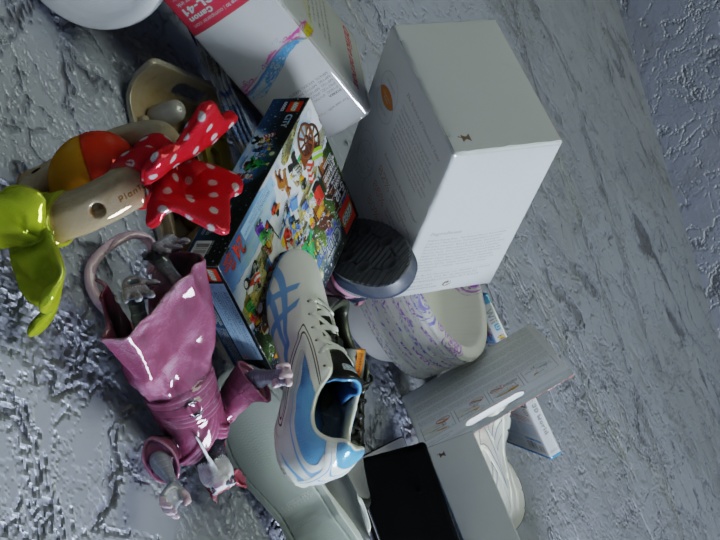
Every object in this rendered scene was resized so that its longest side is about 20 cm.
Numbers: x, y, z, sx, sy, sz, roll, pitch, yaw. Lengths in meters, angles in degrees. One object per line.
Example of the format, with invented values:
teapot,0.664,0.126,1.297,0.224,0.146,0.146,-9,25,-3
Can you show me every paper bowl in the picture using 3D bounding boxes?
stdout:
paper bowl,0.042,0.012,1.370,0.201,0.104,0.202,46,32,-40

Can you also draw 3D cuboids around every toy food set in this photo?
toy food set,-0.121,-0.073,1.150,0.143,0.060,0.201,14,57,-61

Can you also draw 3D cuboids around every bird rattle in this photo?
bird rattle,-0.173,-0.062,0.887,0.113,0.199,0.163,55,3,-27

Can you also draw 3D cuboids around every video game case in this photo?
video game case,0.152,0.113,1.521,0.201,0.018,0.143,64,-15,-10

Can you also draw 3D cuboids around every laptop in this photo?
laptop,0.077,0.245,1.233,0.200,0.115,0.188,-10,79,-66

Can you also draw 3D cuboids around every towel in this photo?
towel,-0.090,-0.150,1.228,0.201,0.024,0.147,66,19,12

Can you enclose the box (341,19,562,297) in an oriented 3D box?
box,0.074,-0.099,1.200,0.106,0.200,0.153,-8,56,-23

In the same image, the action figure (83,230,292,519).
action figure,-0.138,0.087,0.971,0.134,0.148,0.201,-34,122,-33

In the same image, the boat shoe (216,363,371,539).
boat shoe,-0.054,0.160,1.085,0.201,0.075,0.060,66,15,-10

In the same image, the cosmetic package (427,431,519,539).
cosmetic package,0.119,0.266,1.191,0.151,0.051,0.201,74,-5,-56

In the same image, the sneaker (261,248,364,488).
sneaker,-0.032,0.069,1.029,0.072,0.072,0.201,40,35,-49

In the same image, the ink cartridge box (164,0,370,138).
ink cartridge box,-0.083,-0.223,1.182,0.200,0.085,0.148,51,19,-34

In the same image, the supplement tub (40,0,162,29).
supplement tub,-0.201,-0.300,1.096,0.123,0.122,0.201,51,29,-34

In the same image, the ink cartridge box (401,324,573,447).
ink cartridge box,0.129,0.129,1.307,0.050,0.162,0.200,60,2,-14

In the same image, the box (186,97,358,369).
box,-0.069,-0.027,1.105,0.201,0.037,0.137,-66,145,-38

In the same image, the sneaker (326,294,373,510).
sneaker,-0.024,0.115,1.175,0.074,0.079,0.202,12,60,-64

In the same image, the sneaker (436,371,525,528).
sneaker,0.121,0.186,1.437,0.087,0.074,0.201,10,60,-57

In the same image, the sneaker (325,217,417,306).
sneaker,0.000,0.000,1.217,0.200,0.070,0.082,24,-27,57
